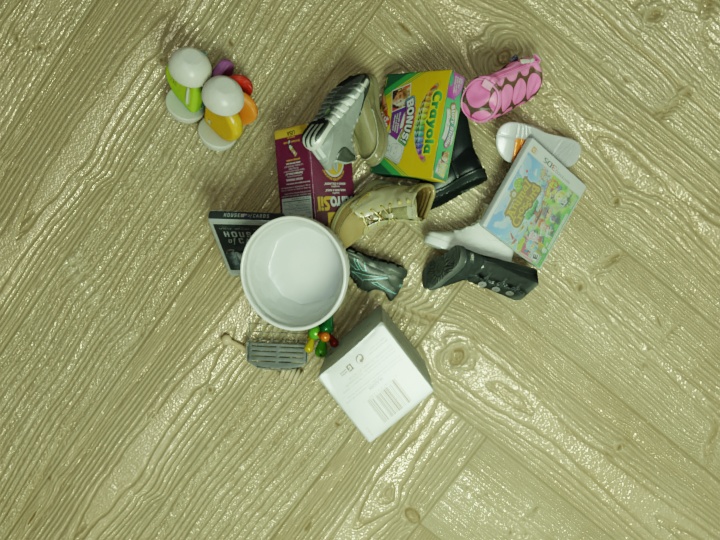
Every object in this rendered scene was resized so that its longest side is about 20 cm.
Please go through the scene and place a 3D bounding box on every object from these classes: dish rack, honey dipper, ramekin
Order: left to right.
[{"bbox_3d":[-0.219,0.194,1.243,0.197,0.038,0.039,26,95,1],"label":"honey dipper"},{"bbox_3d":[-0.177,0.111,1.212,0.149,0.055,0.206,2,84,0],"label":"dish rack"},{"bbox_3d":[-0.110,-0.001,1.038,0.195,0.105,0.206,2,98,11],"label":"ramekin"}]

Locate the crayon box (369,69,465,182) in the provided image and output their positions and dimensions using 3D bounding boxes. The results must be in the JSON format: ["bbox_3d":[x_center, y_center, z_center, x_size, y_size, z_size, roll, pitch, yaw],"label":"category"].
[{"bbox_3d":[0.110,-0.287,1.130,0.057,0.171,0.205,6,96,-43],"label":"crayon box"}]

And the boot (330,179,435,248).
[{"bbox_3d":[0.044,-0.108,1.106,0.200,0.153,0.074,-46,129,-33],"label":"boot"}]

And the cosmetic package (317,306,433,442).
[{"bbox_3d":[0.031,0.202,1.153,0.167,0.200,0.167,-40,93,4],"label":"cosmetic package"}]

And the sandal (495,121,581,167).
[{"bbox_3d":[0.362,-0.258,1.181,0.202,0.059,0.081,8,112,-20],"label":"sandal"}]

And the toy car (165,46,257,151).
[{"bbox_3d":[-0.296,-0.363,1.152,0.199,0.175,0.151,40,60,-1],"label":"toy car"}]

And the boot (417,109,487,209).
[{"bbox_3d":[0.153,-0.228,1.179,0.197,0.076,0.172,-25,75,26],"label":"boot"}]

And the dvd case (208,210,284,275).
[{"bbox_3d":[-0.215,-0.050,1.154,0.146,0.202,0.025,2,58,2],"label":"dvd case"}]

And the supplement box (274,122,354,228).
[{"bbox_3d":[-0.090,-0.184,1.145,0.101,0.130,0.205,0,97,39],"label":"supplement box"}]

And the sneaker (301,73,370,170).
[{"bbox_3d":[-0.029,-0.276,1.094,0.202,0.074,0.116,-55,133,-21],"label":"sneaker"}]

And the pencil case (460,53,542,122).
[{"bbox_3d":[0.280,-0.359,1.106,0.091,0.094,0.199,48,52,7],"label":"pencil case"}]

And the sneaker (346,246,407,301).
[{"bbox_3d":[0.000,0.000,1.201,0.196,0.075,0.081,21,98,0],"label":"sneaker"}]

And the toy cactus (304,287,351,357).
[{"bbox_3d":[-0.077,0.071,1.169,0.101,0.164,0.204,-11,103,45],"label":"toy cactus"}]

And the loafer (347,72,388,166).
[{"bbox_3d":[0.004,-0.310,1.154,0.075,0.066,0.205,-24,69,45],"label":"loafer"}]

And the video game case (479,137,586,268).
[{"bbox_3d":[0.357,-0.135,1.162,0.180,0.022,0.203,31,90,-24],"label":"video game case"}]

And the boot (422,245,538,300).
[{"bbox_3d":[0.249,0.018,1.190,0.196,0.164,0.067,13,69,-21],"label":"boot"}]

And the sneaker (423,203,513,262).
[{"bbox_3d":[0.234,-0.085,1.192,0.195,0.074,0.119,12,93,-9],"label":"sneaker"}]
